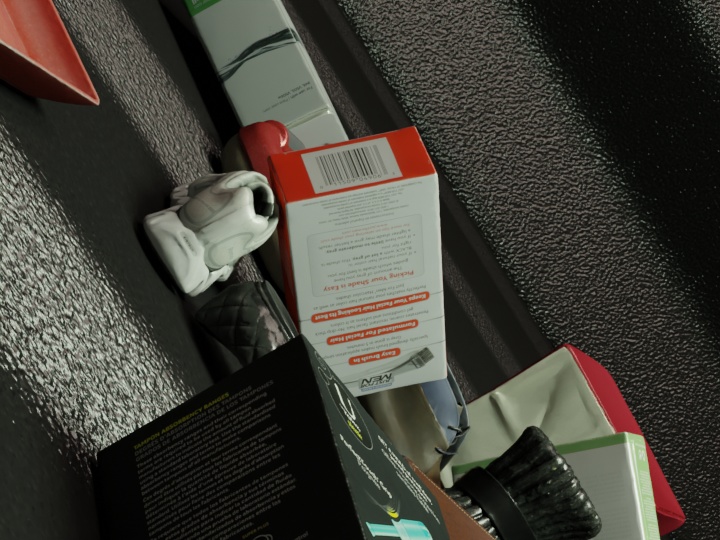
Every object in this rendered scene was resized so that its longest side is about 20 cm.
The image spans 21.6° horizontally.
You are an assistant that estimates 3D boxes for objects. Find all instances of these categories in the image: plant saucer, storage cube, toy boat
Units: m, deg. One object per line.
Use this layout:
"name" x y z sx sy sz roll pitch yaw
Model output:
"plant saucer" -0.245 -0.196 1.111 0.200 0.037 0.200 62 9 17
"storage cube" 0.180 0.192 1.772 0.200 0.171 0.180 63 11 17
"toy boat" -0.020 -0.048 1.563 0.200 0.131 0.131 64 10 24

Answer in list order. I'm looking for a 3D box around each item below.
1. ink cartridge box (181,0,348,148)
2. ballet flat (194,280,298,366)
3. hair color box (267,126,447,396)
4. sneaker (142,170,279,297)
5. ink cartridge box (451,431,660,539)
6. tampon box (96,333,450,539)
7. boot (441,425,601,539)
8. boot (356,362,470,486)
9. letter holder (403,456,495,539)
"ink cartridge box" -0.082 -0.173 1.724 0.200 0.083 0.147 64 2 28
"ballet flat" -0.047 0.098 1.215 0.200 0.057 0.066 66 7 23
"hair color box" 0.000 0.000 1.367 0.064 0.111 0.200 -111 -167 -49
"sneaker" -0.091 -0.036 1.313 0.075 0.081 0.200 57 8 -8
"ink cartridge box" 0.151 0.230 1.393 0.048 0.145 0.201 21 59 -63
"tampon box" -0.026 0.163 0.891 0.150 0.126 0.200 54 10 -37
"boot" 0.069 0.164 1.297 0.080 0.158 0.211 64 11 29
"boot" 0.054 0.146 1.462 0.200 0.097 0.075 61 9 8
"letter holder" 0.044 0.225 1.119 0.200 0.100 0.142 47 18 -54
